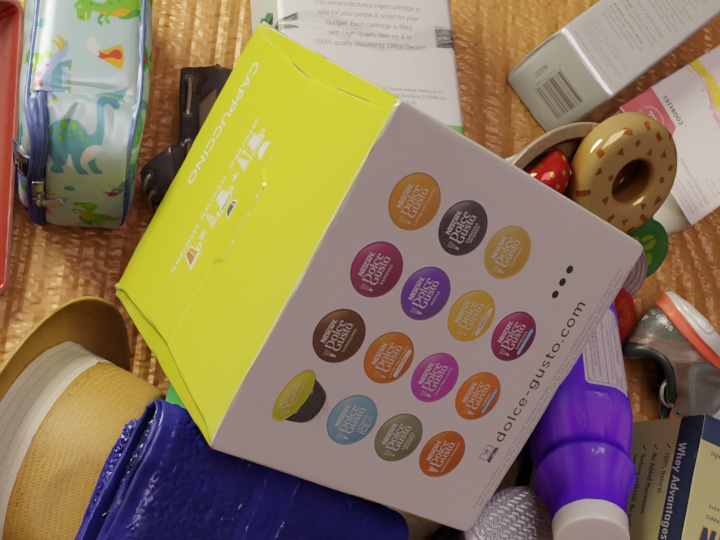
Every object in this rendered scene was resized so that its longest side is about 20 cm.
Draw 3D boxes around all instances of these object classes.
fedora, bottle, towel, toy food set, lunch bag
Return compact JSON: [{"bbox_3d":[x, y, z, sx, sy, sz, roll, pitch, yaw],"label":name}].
[{"bbox_3d":[-0.169,0.119,0.683,0.081,0.201,0.203,17,69,14],"label":"fedora"},{"bbox_3d":[0.146,0.100,0.758,0.064,0.084,0.201,9,39,-2],"label":"bottle"},{"bbox_3d":[-0.072,0.175,0.643,0.199,0.049,0.149,31,77,-33],"label":"towel"},{"bbox_3d":[0.165,-0.016,0.876,0.198,0.048,0.201,-20,119,-28],"label":"toy food set"},{"bbox_3d":[-0.186,-0.136,0.762,0.081,0.161,0.203,4,74,-14],"label":"lunch bag"}]

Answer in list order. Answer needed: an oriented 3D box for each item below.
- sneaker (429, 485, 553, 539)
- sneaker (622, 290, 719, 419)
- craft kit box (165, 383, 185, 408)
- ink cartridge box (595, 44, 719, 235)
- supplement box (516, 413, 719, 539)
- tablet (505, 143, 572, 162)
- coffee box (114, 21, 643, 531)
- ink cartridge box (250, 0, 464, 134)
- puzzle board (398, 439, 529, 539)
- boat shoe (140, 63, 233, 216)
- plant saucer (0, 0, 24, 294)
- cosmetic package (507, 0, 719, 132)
[{"bbox_3d":[0.045,0.221,0.766,0.198,0.114,0.076,-27,73,-14],"label":"sneaker"},{"bbox_3d":[0.288,0.112,0.937,0.082,0.077,0.201,-40,97,6],"label":"sneaker"},{"bbox_3d":[-0.068,0.195,0.722,0.197,0.048,0.203,31,70,-49],"label":"craft kit box"},{"bbox_3d":[0.308,-0.126,0.991,0.199,0.067,0.117,-32,89,-24],"label":"ink cartridge box"},{"bbox_3d":[0.202,0.222,0.786,0.133,0.199,0.203,24,70,-20],"label":"supplement box"},{"bbox_3d":[0.099,-0.019,0.868,0.198,0.014,0.132,-23,121,-26],"label":"tablet"},{"bbox_3d":[0.000,0.000,0.681,0.196,0.200,0.201,25,99,-34],"label":"coffee box"},{"bbox_3d":[-0.005,-0.153,0.872,0.144,0.084,0.203,0,77,-21],"label":"ink cartridge box"},{"bbox_3d":[0.032,0.118,0.857,0.199,0.017,0.152,35,66,-10],"label":"puzzle board"},{"bbox_3d":[-0.122,-0.058,0.821,0.072,0.075,0.203,11,67,-5],"label":"boat shoe"},{"bbox_3d":[-0.315,-0.088,0.715,0.198,0.036,0.203,3,91,-45],"label":"plant saucer"},{"bbox_3d":[0.231,-0.205,0.965,0.199,0.102,0.074,-39,93,-25],"label":"cosmetic package"}]
